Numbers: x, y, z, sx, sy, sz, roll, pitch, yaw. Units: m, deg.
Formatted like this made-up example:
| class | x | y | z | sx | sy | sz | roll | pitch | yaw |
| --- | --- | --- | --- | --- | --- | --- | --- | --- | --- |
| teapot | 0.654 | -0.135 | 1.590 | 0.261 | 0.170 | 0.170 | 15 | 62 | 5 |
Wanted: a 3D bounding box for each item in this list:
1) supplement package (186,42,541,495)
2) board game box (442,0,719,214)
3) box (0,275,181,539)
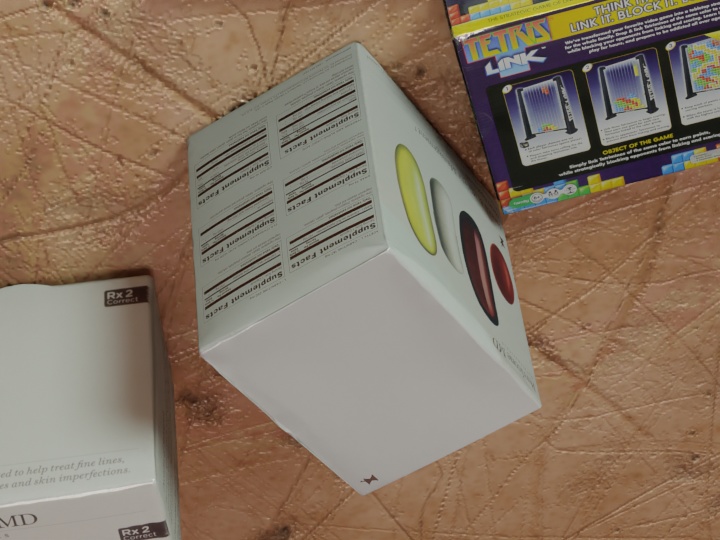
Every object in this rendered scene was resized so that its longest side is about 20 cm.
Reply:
| class | x | y | z | sx | sy | sz | roll | pitch | yaw |
| --- | --- | --- | --- | --- | --- | --- | --- | --- | --- |
| supplement package | 0.000 | 0.000 | 1.290 | 0.147 | 0.200 | 0.191 | -28 | 132 | 20 |
| board game box | 0.169 | -0.133 | 1.283 | 0.200 | 0.057 | 0.165 | -14 | 133 | 6 |
| box | -0.234 | 0.124 | 1.381 | 0.199 | 0.200 | 0.131 | -7 | 136 | 0 |
